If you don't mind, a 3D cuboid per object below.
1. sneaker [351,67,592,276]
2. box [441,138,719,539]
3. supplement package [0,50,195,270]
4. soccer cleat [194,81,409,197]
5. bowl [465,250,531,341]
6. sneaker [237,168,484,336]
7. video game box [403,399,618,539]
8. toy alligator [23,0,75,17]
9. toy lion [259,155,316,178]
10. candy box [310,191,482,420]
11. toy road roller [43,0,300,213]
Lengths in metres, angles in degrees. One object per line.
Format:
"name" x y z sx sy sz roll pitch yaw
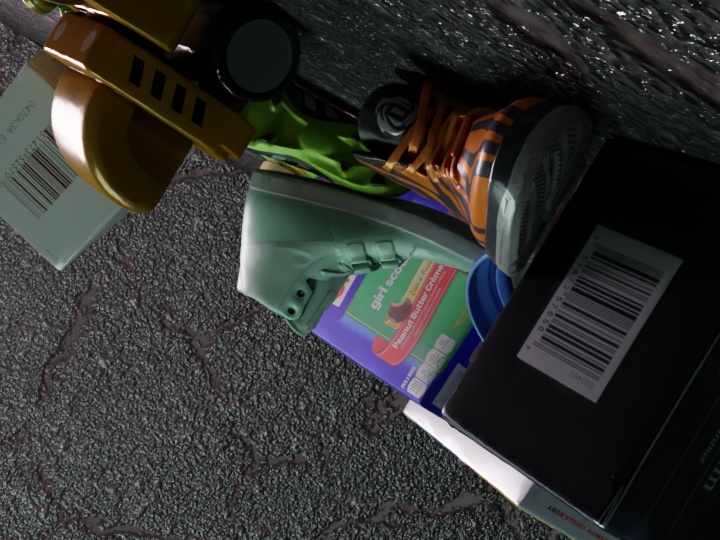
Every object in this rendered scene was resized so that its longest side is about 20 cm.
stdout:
"sneaker" 0.044 -0.054 0.531 0.112 0.078 0.200 30 179 9
"box" 0.164 0.059 0.513 0.200 0.148 0.107 32 179 -39
"supplement package" -0.200 -0.111 0.868 0.117 0.117 0.200 44 -153 -7
"soccer cleat" -0.046 -0.108 0.867 0.200 0.068 0.081 28 180 10
"bowl" 0.165 0.044 0.745 0.201 0.039 0.201 31 153 18
"sneaker" 0.000 0.000 0.858 0.200 0.118 0.074 15 -171 15
"video game box" 0.152 0.178 0.949 0.182 0.047 0.200 31 180 -28
"toy alligator" -0.185 -0.204 0.810 0.200 0.059 0.054 20 -127 -60
"toy lion" -0.113 -0.152 1.038 0.200 0.069 0.192 31 171 -14
"candy box" 0.050 0.013 0.940 0.200 0.169 0.077 30 175 46
"toy road roller" -0.148 -0.126 0.657 0.200 0.146 0.123 32 178 -35
